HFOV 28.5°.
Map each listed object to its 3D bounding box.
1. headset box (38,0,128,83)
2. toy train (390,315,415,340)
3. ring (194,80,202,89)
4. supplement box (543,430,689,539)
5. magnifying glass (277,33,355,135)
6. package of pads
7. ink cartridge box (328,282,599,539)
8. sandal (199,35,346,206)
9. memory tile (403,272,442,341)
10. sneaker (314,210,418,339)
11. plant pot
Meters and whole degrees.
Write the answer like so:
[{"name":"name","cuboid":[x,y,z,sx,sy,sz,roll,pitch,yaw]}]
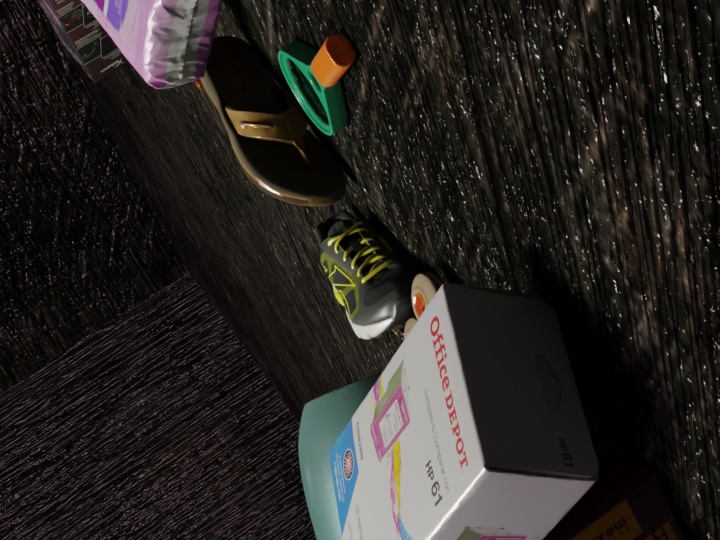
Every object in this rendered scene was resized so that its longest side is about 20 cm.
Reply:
[{"name":"headset box","cuboid":[-0.443,-0.409,2.163,0.149,0.075,0.200,47,167,45]},{"name":"toy train","cuboid":[0.061,0.065,1.302,0.046,0.034,0.200,48,177,-37]},{"name":"ring","cuboid":[-0.180,-0.238,1.558,0.201,0.019,0.200,55,171,14]},{"name":"supplement box","cuboid":[0.180,0.230,0.992,0.200,0.110,0.086,61,169,-23]},{"name":"magnifying glass","cuboid":[-0.029,-0.149,1.084,0.080,0.022,0.200,58,173,-3]},{"name":"package of pads","cuboid":[-0.199,-0.270,1.265,0.200,0.076,0.121,51,138,29]},{"name":"ink cartridge box","cuboid":[0.060,0.126,0.933,0.200,0.084,0.145,123,147,-41]},{"name":"sandal","cuboid":[-0.082,-0.139,1.261,0.200,0.080,0.054,58,150,19]},{"name":"memory tile","cuboid":[0.067,0.113,1.149,0.200,0.017,0.153,99,150,-42]},{"name":"sneaker","cuboid":[0.000,0.000,1.257,0.085,0.074,0.200,60,170,-17]},{"name":"plant pot","cuboid":[0.030,0.182,1.384,0.201,0.200,0.161,124,126,-80]}]
